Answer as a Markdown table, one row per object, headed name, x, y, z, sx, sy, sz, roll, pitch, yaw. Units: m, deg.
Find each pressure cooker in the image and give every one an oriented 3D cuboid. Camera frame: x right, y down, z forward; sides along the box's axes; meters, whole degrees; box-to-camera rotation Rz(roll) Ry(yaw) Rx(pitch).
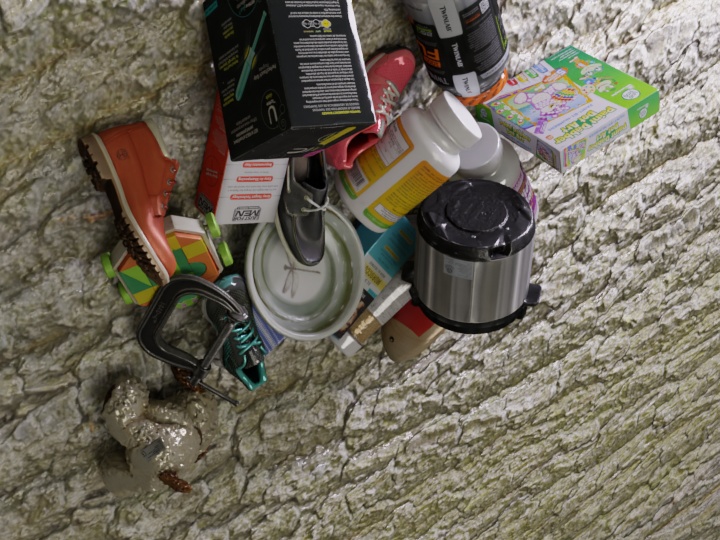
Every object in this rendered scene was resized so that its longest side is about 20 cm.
| name | x | y | z | sx | sy | sz | roll | pitch | yaw |
| --- | --- | --- | --- | --- | --- | --- | --- | --- | --- |
| pressure cooker | 0.158 | -0.007 | 1.749 | 0.177 | 0.176 | 0.202 | -21 | 133 | -23 |

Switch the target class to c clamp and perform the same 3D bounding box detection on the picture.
| name | x | y | z | sx | sy | sz | roll | pitch | yaw |
| --- | --- | --- | --- | --- | --- | --- | --- | --- | --- |
| c clamp | -0.211 | 0.087 | 1.630 | 0.169 | 0.027 | 0.201 | 23 | 132 | -7 |

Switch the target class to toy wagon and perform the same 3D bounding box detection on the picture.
| name | x | y | z | sx | sy | sz | roll | pitch | yaw |
| --- | --- | --- | --- | --- | --- | --- | --- | --- | --- |
| toy wagon | -0.244 | 0.000 | 1.596 | 0.153 | 0.040 | 0.201 | -21 | 147 | -2 |

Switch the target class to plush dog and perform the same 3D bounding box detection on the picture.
| name | x | y | z | sx | sy | sz | roll | pitch | yaw |
| --- | --- | --- | --- | --- | --- | --- | --- | --- | --- |
| plush dog | -0.263 | 0.229 | 1.723 | 0.172 | 0.159 | 0.202 | -43 | 147 | -48 |

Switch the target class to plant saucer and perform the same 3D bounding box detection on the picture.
| name | x | y | z | sx | sy | sz | roll | pitch | yaw |
| --- | --- | --- | --- | --- | --- | --- | --- | --- | --- |
| plant saucer | -0.085 | -0.002 | 1.712 | 0.198 | 0.050 | 0.204 | 2 | 87 | -34 |

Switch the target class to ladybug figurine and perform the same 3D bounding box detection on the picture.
| name | x | y | z | sx | sy | sz | roll | pitch | yaw |
| --- | --- | --- | --- | --- | --- | --- | --- | --- | --- |
| ladybug figurine | 0.102 | 0.054 | 1.914 | 0.072 | 0.135 | 0.200 | 46 | 74 | -17 |

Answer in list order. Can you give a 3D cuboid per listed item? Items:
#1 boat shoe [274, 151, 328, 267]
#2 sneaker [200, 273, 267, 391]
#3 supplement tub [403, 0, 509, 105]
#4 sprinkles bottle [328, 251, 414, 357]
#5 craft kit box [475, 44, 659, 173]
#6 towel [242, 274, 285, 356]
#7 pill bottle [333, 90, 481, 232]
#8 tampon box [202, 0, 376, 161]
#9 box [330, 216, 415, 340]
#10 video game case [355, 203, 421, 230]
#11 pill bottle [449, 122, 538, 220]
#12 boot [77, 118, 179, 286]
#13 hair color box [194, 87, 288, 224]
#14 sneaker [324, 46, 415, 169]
| name | x | y | z | sx | sy | sz | roll | pitch | yaw |
| --- | --- | --- | --- | --- | --- | --- | --- | --- | --- |
| boat shoe | -0.075 | -0.100 | 1.646 | 0.071 | 0.067 | 0.203 | -15 | 109 | -36 |
| sneaker | -0.162 | 0.088 | 1.678 | 0.077 | 0.091 | 0.201 | -32 | 144 | -20 |
| supplement tub | 0.134 | -0.331 | 1.663 | 0.122 | 0.122 | 0.201 | -37 | 136 | -13 |
| sprinkles bottle | 0.032 | 0.042 | 1.863 | 0.200 | 0.068 | 0.068 | -43 | 138 | 1 |
| craft kit box | 0.306 | -0.245 | 1.814 | 0.199 | 0.197 | 0.049 | -32 | 136 | -20 |
| towel | -0.121 | 0.033 | 1.781 | 0.200 | 0.024 | 0.145 | -42 | 135 | -11 |
| pill bottle | 0.068 | -0.155 | 1.695 | 0.199 | 0.112 | 0.111 | -39 | 141 | 20 |
| tampon box | -0.087 | -0.248 | 1.450 | 0.125 | 0.149 | 0.203 | -8 | 84 | -36 |
| box | 0.000 | 0.000 | 1.806 | 0.201 | 0.049 | 0.082 | -50 | 138 | -3 |
| video game case | 0.067 | -0.119 | 1.833 | 0.142 | 0.018 | 0.202 | -5 | 122 | -37 |
| pill bottle | 0.198 | -0.133 | 1.851 | 0.112 | 0.112 | 0.200 | -44 | 144 | -6 |
| boot | -0.254 | -0.086 | 1.478 | 0.106 | 0.075 | 0.202 | -25 | 93 | -24 |
| hair color box | -0.145 | -0.163 | 1.588 | 0.100 | 0.061 | 0.202 | -4 | 120 | -37 |
| sneaker | 0.018 | -0.215 | 1.672 | 0.201 | 0.087 | 0.074 | -49 | 139 | -1 |
